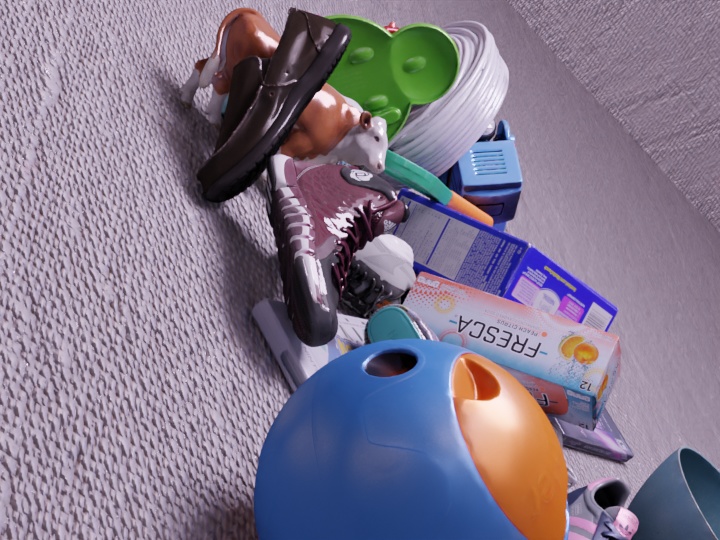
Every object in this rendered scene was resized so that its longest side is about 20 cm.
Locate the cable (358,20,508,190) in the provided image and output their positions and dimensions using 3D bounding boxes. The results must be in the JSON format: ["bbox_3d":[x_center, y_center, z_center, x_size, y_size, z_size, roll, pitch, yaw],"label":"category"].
[{"bbox_3d":[0.072,-0.179,1.493,0.069,0.199,0.201,47,27,-29],"label":"cable"}]

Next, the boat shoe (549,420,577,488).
[{"bbox_3d":[0.145,0.151,1.219,0.074,0.066,0.200,57,-1,33],"label":"boat shoe"}]

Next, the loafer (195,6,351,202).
[{"bbox_3d":[-0.087,-0.146,1.194,0.071,0.201,0.073,35,-21,-1],"label":"loafer"}]

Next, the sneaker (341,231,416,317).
[{"bbox_3d":[0.000,0.000,1.254,0.199,0.074,0.080,22,39,-55],"label":"sneaker"}]

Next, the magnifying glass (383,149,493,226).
[{"bbox_3d":[0.072,-0.081,1.398,0.079,0.023,0.199,27,1,43],"label":"magnifying glass"}]

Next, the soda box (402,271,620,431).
[{"bbox_3d":[0.131,0.072,1.240,0.198,0.069,0.064,18,-30,23],"label":"soda box"}]

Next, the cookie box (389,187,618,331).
[{"bbox_3d":[0.136,0.008,1.411,0.171,0.076,0.199,32,-3,-41],"label":"cookie box"}]

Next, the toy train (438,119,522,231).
[{"bbox_3d":[0.127,-0.084,1.545,0.201,0.086,0.115,98,-12,-57],"label":"toy train"}]

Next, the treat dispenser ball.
[{"bbox_3d":[0.032,0.144,0.861,0.201,0.200,0.202,43,20,-20],"label":"treat dispenser ball"}]

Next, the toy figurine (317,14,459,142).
[{"bbox_3d":[-0.002,-0.224,1.464,0.184,0.198,0.152,-100,171,-67],"label":"toy figurine"}]

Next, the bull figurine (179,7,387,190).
[{"bbox_3d":[-0.068,-0.144,1.265,0.200,0.122,0.065,45,-8,-10],"label":"bull figurine"}]

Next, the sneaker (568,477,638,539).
[{"bbox_3d":[0.216,0.256,1.257,0.070,0.082,0.201,45,20,-17],"label":"sneaker"}]

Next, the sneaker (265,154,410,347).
[{"bbox_3d":[-0.010,-0.026,1.119,0.114,0.076,0.201,-4,47,-12],"label":"sneaker"}]

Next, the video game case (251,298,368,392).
[{"bbox_3d":[0.009,0.111,1.142,0.199,0.022,0.183,16,40,-60],"label":"video game case"}]

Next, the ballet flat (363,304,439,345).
[{"bbox_3d":[0.067,0.119,1.134,0.072,0.072,0.202,21,36,-55],"label":"ballet flat"}]

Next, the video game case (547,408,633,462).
[{"bbox_3d":[0.240,0.149,1.605,0.199,0.019,0.144,24,33,-55],"label":"video game case"}]

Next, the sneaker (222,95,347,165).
[{"bbox_3d":[-0.044,-0.124,1.351,0.200,0.086,0.078,39,22,-32],"label":"sneaker"}]

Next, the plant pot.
[{"bbox_3d":[0.319,0.292,1.342,0.200,0.134,0.201,44,20,-21],"label":"plant pot"}]
